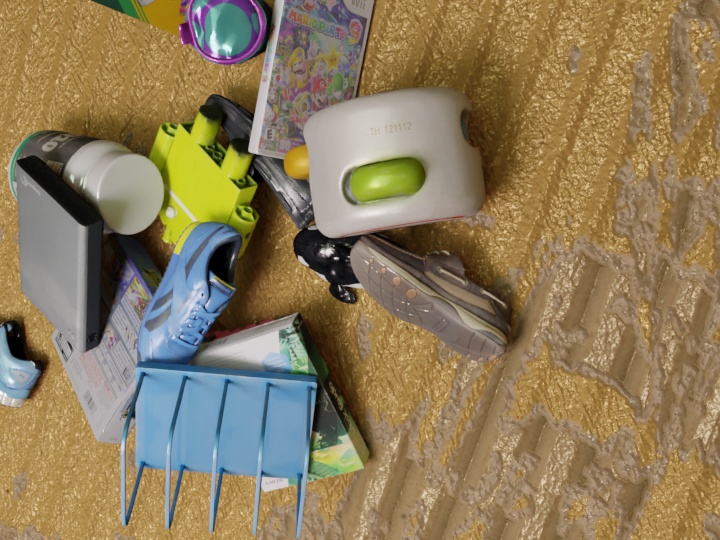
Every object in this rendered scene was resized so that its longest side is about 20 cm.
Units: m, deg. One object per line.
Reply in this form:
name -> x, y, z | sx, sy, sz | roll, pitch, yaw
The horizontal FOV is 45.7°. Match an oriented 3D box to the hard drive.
hard drive -> -0.358, -0.017, 1.017 | 0.139, 0.033, 0.202 | 38, 134, 24

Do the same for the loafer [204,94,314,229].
loafer -> -0.120, -0.131, 1.013 | 0.200, 0.068, 0.071 | 43, 92, 12

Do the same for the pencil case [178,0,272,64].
pencil case -> -0.144, -0.273, 0.950 | 0.091, 0.200, 0.087 | -8, 105, -2

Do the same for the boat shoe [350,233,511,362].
boat shoe -> 0.078, 0.020, 0.920 | 0.199, 0.074, 0.074 | 36, 147, -9

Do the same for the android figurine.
android figurine -> -0.192, -0.092, 1.031 | 0.182, 0.041, 0.201 | 47, 129, 18

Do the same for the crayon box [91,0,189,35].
crayon box -> -0.208, -0.378, 0.984 | 0.199, 0.172, 0.059 | -40, 75, 20

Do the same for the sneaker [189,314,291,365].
sneaker -> -0.151, 0.120, 1.046 | 0.197, 0.079, 0.097 | -13, 103, 25

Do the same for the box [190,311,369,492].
box -> -0.093, 0.159, 0.995 | 0.142, 0.036, 0.202 | -18, 111, 22

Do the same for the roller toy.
roller toy -> 0.033, -0.116, 0.892 | 0.199, 0.180, 0.142 | -8, 91, 57

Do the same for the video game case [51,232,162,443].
video game case -> -0.305, 0.080, 1.078 | 0.182, 0.045, 0.200 | -55, 49, 17

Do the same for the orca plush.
orca plush -> 0.000, 0.000, 0.970 | 0.199, 0.071, 0.106 | 36, 105, 17

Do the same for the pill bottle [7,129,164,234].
pill bottle -> -0.340, -0.108, 1.059 | 0.198, 0.112, 0.115 | 15, 99, 38

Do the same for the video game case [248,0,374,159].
video game case -> -0.051, -0.221, 0.943 | 0.018, 0.142, 0.203 | 17, 99, 38

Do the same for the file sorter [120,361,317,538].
file sorter -> -0.151, 0.196, 0.914 | 0.196, 0.123, 0.141 | 6, 118, -5

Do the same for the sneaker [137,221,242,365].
sneaker -> -0.187, 0.042, 0.950 | 0.078, 0.066, 0.203 | 14, 81, 42

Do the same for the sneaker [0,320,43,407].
sneaker -> -0.519, 0.098, 1.205 | 0.200, 0.078, 0.090 | 42, 88, 12
